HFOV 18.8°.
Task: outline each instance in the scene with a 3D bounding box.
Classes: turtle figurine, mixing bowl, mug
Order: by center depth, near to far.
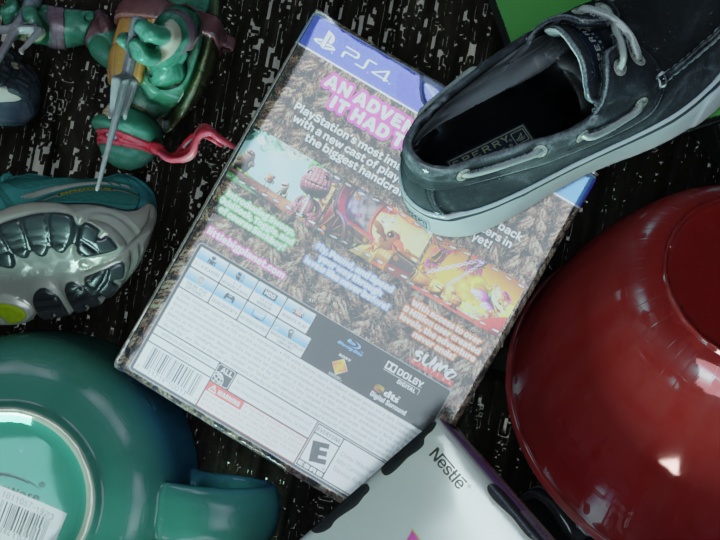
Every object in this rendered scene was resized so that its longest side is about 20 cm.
[{"bbox_3d":[0.175,0.034,1.015,0.199,0.109,0.201,5,54,-7],"label":"mixing bowl"},{"bbox_3d":[-0.112,-0.126,1.073,0.149,0.100,0.201,4,74,45],"label":"turtle figurine"},{"bbox_3d":[-0.150,0.101,1.082,0.184,0.114,0.153,-25,88,4],"label":"mug"}]

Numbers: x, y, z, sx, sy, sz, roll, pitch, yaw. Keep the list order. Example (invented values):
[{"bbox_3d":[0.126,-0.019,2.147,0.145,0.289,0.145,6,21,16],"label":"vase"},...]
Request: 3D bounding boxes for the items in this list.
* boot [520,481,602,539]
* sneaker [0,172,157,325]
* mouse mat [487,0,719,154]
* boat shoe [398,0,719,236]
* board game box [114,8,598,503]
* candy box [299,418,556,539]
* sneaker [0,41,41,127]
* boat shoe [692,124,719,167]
[{"bbox_3d":[0.182,0.134,1.053,0.199,0.070,0.132,28,53,12],"label":"boot"},{"bbox_3d":[-0.194,-0.010,1.109,0.199,0.080,0.078,-5,119,20],"label":"sneaker"},{"bbox_3d":[0.138,-0.153,1.063,0.160,0.008,0.201,-16,65,-3],"label":"mouse mat"},{"bbox_3d":[0.103,-0.090,0.994,0.199,0.068,0.072,-29,66,-9],"label":"boat shoe"},{"bbox_3d":[0.000,0.000,1.080,0.159,0.097,0.201,31,92,3],"label":"board game box"},{"bbox_3d":[0.019,0.195,0.981,0.200,0.072,0.168,-42,76,2],"label":"candy box"},{"bbox_3d":[-0.261,-0.083,1.121,0.199,0.078,0.087,5,108,6],"label":"sneaker"},{"bbox_3d":[0.185,-0.100,1.081,0.065,0.074,0.202,-40,78,-1],"label":"boat shoe"}]
